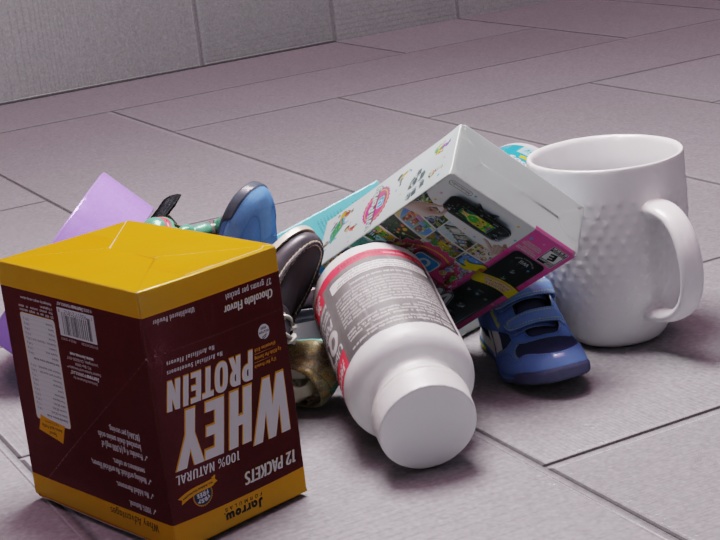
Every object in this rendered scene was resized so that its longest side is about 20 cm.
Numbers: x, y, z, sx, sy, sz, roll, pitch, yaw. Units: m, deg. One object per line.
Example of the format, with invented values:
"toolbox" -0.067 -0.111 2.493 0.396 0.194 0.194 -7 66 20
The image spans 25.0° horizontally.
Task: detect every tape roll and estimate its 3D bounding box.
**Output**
"tape roll" -0.289 0.002 1.625 0.065 0.201 0.200 35 15 -7

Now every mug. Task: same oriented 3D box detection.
"mug" 0.247 -0.020 1.504 0.146 0.177 0.200 -15 18 -25

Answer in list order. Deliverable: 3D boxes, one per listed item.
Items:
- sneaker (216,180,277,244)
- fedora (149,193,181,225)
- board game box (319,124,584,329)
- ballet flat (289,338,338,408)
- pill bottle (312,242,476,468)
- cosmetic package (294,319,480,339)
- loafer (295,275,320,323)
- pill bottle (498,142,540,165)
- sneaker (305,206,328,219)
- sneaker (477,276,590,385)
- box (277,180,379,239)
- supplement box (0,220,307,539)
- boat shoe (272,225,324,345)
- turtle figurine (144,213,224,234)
"sneaker" -0.091 0.015 1.487 0.078 0.202 0.066 29 36 30
"fedora" -0.209 0.022 1.649 0.091 0.201 0.201 35 14 -8
"board game box" 0.077 -0.027 1.445 0.200 0.147 0.065 -34 32 45
"ballet flat" -0.111 0.098 1.462 0.198 0.071 0.071 -3 16 18
"pill bottle" 0.031 0.071 1.350 0.109 0.112 0.201 -9 33 -10
"cosmetic package" 0.016 0.037 1.636 0.199 0.052 0.150 7 24 40
"loafer" 0.000 0.000 1.565 0.198 0.064 0.072 -14 19 -15
"pill bottle" 0.167 -0.082 1.873 0.110 0.112 0.200 2 19 28
"sneaker" -0.033 -0.032 1.880 0.098 0.070 0.200 -11 11 10
"sneaker" 0.150 0.048 1.482 0.073 0.083 0.200 -9 18 -13
"box" -0.060 -0.022 1.716 0.199 0.049 0.082 -29 -5 -10
"supplement box" -0.163 0.083 1.269 0.132 0.202 0.196 -20 20 -40
"boat shoe" -0.076 0.059 1.393 0.062 0.201 0.073 26 -5 35
"turtle figurine" -0.155 -0.001 1.542 0.100 0.200 0.150 30 78 34
